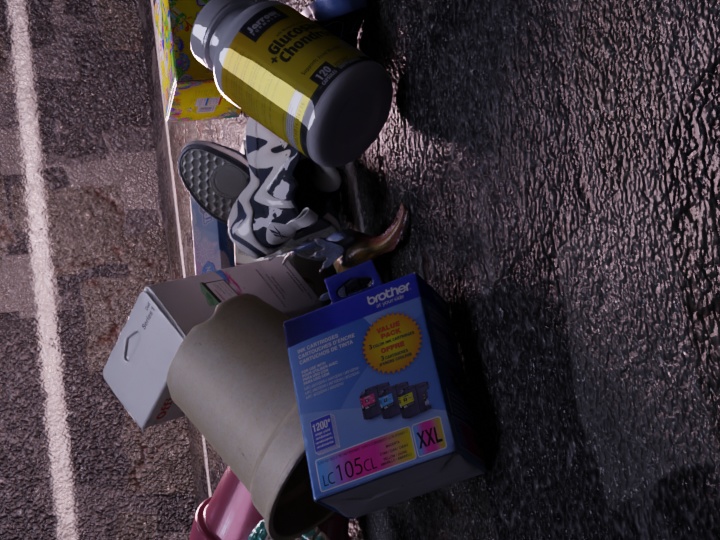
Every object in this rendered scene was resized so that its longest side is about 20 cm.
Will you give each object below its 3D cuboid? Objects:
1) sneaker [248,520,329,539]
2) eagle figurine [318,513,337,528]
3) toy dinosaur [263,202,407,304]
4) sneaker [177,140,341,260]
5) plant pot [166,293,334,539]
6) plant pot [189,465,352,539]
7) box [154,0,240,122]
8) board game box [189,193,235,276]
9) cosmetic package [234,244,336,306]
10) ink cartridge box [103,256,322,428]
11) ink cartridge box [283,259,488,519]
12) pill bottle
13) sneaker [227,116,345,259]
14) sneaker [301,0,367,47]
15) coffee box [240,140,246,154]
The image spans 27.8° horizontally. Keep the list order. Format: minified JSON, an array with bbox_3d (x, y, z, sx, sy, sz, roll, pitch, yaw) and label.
[{"bbox_3d":[-0.030,0.328,1.497,0.199,0.078,0.091,30,154,21],"label":"sneaker"},{"bbox_3d":[-0.054,0.165,1.563,0.151,0.151,0.201,-35,86,47],"label":"eagle figurine"},{"bbox_3d":[0.000,0.000,1.501,0.106,0.199,0.181,68,-159,-3],"label":"toy dinosaur"},{"bbox_3d":[-0.108,-0.104,1.624,0.077,0.201,0.147,-49,19,28],"label":"sneaker"},{"bbox_3d":[-0.082,0.126,1.418,0.183,0.200,0.201,38,144,22],"label":"plant pot"},{"bbox_3d":[-0.090,0.275,1.722,0.200,0.198,0.180,-125,49,-64],"label":"plant pot"},{"bbox_3d":[-0.242,-0.351,2.227,0.200,0.121,0.194,137,126,-74],"label":"box"},{"bbox_3d":[-0.155,-0.002,1.919,0.199,0.043,0.201,43,-147,-55],"label":"board game box"},{"bbox_3d":[-0.082,0.059,1.705,0.103,0.087,0.202,11,109,40],"label":"cosmetic package"},{"bbox_3d":[-0.160,0.076,1.580,0.084,0.199,0.145,49,129,24],"label":"ink cartridge box"},{"bbox_3d":[0.015,0.094,1.250,0.076,0.136,0.201,44,-151,-55],"label":"ink cartridge box"},{"bbox_3d":[-0.072,-0.193,1.421,0.200,0.112,0.113,36,139,29],"label":"pill bottle"},{"bbox_3d":[-0.060,-0.116,1.492,0.129,0.079,0.200,-17,44,41],"label":"sneaker"},{"bbox_3d":[-0.027,-0.229,1.509,0.078,0.070,0.200,68,164,4],"label":"sneaker"},{"bbox_3d":[-0.105,-0.053,1.848,0.113,0.079,0.202,112,150,-64],"label":"coffee box"}]
